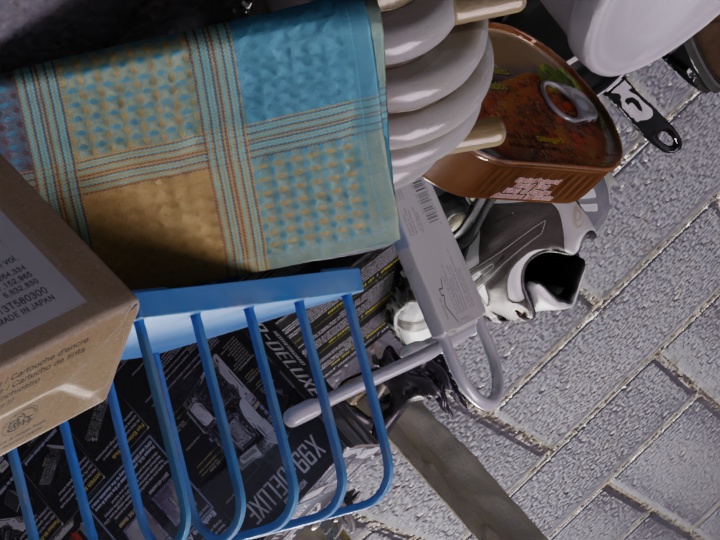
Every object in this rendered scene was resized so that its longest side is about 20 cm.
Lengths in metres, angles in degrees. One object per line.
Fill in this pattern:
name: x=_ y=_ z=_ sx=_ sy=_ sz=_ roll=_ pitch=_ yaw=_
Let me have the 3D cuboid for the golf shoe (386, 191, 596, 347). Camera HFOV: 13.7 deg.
golf shoe: x=0.079 y=0.007 z=1.770 sx=0.078 sy=0.094 sz=0.200 roll=-41 pitch=165 yaw=-31

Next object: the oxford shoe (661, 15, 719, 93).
oxford shoe: x=0.215 y=-0.166 z=1.868 sx=0.084 sy=0.073 sz=0.200 roll=-45 pitch=162 yaw=1

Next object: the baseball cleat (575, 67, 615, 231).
baseball cleat: x=0.108 y=-0.069 z=1.893 sx=0.106 sy=0.070 sz=0.200 roll=-32 pitch=150 yaw=-13

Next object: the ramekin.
ramekin: x=0.166 y=-0.209 z=1.632 sx=0.202 sy=0.094 sz=0.202 roll=-38 pitch=161 yaw=-16

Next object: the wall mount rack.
wall mount rack: x=0.000 y=0.000 z=1.641 sx=0.074 sy=0.200 sz=0.174 roll=-23 pitch=180 yaw=25

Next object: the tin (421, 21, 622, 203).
tin: x=0.069 y=-0.090 z=1.653 sx=0.042 sy=0.112 sz=0.200 roll=-41 pitch=155 yaw=29

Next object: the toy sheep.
toy sheep: x=0.006 y=-0.102 z=1.479 sx=0.138 sy=0.138 sz=0.200 roll=-31 pitch=143 yaw=-32

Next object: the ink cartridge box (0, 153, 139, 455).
ink cartridge box: x=-0.219 y=0.017 z=1.218 sx=0.200 sy=0.165 sz=0.075 roll=-29 pitch=155 yaw=-38

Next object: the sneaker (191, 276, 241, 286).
sneaker: x=-0.101 y=-0.026 z=1.487 sx=0.200 sy=0.090 sz=0.075 roll=-19 pitch=150 yaw=-52

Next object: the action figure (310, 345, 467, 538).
action figure: x=-0.030 y=0.121 z=1.893 sx=0.200 sy=0.102 sz=0.119 roll=-29 pitch=-173 yaw=10

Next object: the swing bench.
swing bench: x=0.021 y=0.193 z=2.063 sx=0.200 sy=0.199 sz=0.130 roll=-37 pitch=161 yaw=-18

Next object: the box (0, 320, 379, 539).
box: x=-0.110 y=0.111 z=1.674 sx=0.200 sy=0.158 sz=0.050 roll=-48 pitch=161 yaw=14

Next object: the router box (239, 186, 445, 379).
router box: x=-0.023 y=0.013 z=1.798 sx=0.200 sy=0.051 sz=0.149 roll=-37 pitch=161 yaw=-22

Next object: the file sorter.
file sorter: x=-0.093 y=0.078 z=1.457 sx=0.139 sy=0.123 sz=0.200 roll=-17 pitch=175 yaw=30

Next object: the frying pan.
frying pan: x=0.148 y=-0.133 z=1.777 sx=0.190 sy=0.031 sz=0.115 roll=8 pitch=127 yaw=-40

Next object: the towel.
towel: x=-0.083 y=-0.051 z=1.393 sx=0.200 sy=0.022 sz=0.147 roll=-12 pitch=130 yaw=-9
